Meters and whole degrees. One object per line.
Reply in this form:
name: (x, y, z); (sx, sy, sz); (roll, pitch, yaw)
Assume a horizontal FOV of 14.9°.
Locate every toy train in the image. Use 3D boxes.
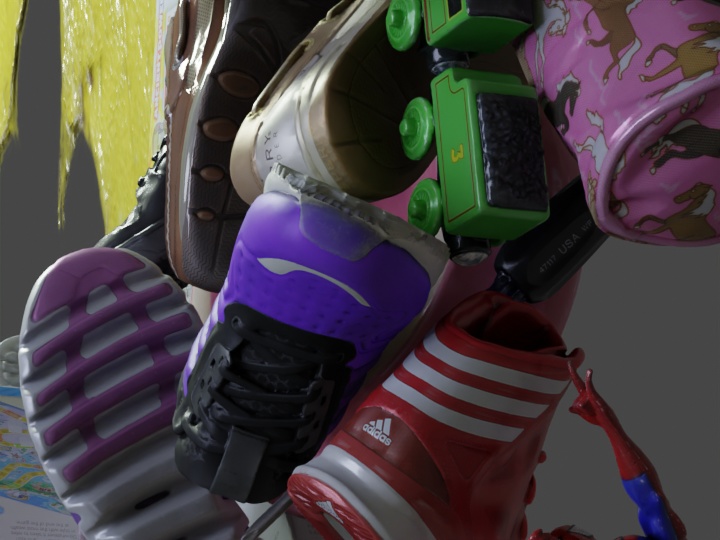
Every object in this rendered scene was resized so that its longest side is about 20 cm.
toy train: (0.035, -0.102, 0.970); (0.056, 0.041, 0.201); (-32, 59, 57)

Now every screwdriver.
screwdriver: (0.030, 0.035, 1.026); (0.200, 0.029, 0.028); (-47, 45, -4)

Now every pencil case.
pencil case: (0.096, -0.097, 0.973); (0.201, 0.082, 0.087); (-107, 27, -43)

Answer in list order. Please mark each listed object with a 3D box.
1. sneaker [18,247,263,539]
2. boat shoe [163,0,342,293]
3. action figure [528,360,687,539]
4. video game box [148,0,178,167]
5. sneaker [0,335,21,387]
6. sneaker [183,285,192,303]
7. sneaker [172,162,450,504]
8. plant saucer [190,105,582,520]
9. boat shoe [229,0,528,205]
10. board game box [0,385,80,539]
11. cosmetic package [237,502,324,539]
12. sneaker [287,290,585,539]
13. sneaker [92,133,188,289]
sneaker: (-0.086, 0.090, 1.109); (0.201, 0.080, 0.088); (69, 165, -1)
boat shoe: (-0.044, -0.082, 1.119); (0.072, 0.075, 0.201); (-17, 54, 54)
action figure: (0.099, 0.096, 0.906); (0.099, 0.065, 0.200); (55, 166, -18)
video game box: (-0.052, -0.146, 1.368); (0.182, 0.047, 0.202); (-13, 72, 62)
sneaker: (-0.120, 0.127, 1.336); (0.200, 0.078, 0.080); (48, 128, 15)
sneaker: (-0.103, 0.079, 1.417); (0.082, 0.077, 0.200); (-87, 21, -48)
sneaker: (-0.026, 0.034, 0.971); (0.200, 0.069, 0.100); (119, 176, -74)
plant saucer: (0.000, 0.000, 1.113); (0.200, 0.051, 0.202); (-26, 51, 36)
boat shoe: (0.013, -0.080, 1.045); (0.069, 0.200, 0.074); (-18, 104, 35)
board game box: (-0.114, 0.118, 1.255); (0.034, 0.199, 0.135); (119, 148, -41)
cosmetic package: (-0.027, 0.098, 1.212); (0.113, 0.081, 0.201); (119, 148, -42)
sneaker: (0.052, 0.083, 1.014); (0.078, 0.200, 0.116); (36, 79, 25)
sneaker: (-0.058, -0.074, 1.243); (0.105, 0.199, 0.060); (57, 180, 15)
